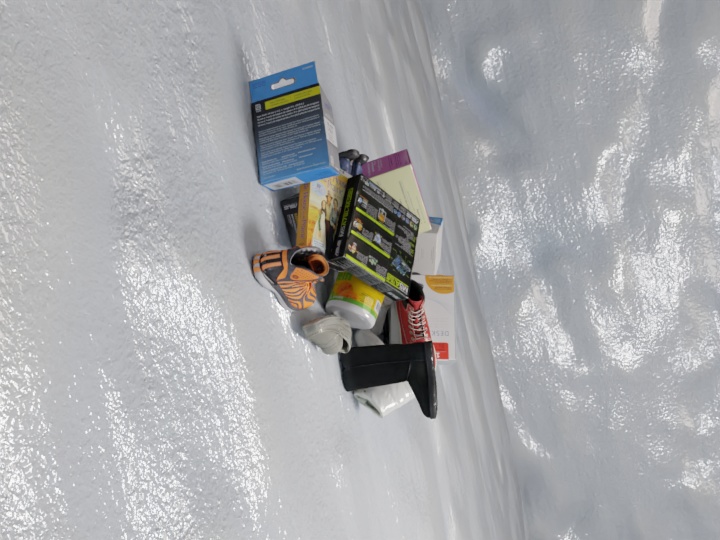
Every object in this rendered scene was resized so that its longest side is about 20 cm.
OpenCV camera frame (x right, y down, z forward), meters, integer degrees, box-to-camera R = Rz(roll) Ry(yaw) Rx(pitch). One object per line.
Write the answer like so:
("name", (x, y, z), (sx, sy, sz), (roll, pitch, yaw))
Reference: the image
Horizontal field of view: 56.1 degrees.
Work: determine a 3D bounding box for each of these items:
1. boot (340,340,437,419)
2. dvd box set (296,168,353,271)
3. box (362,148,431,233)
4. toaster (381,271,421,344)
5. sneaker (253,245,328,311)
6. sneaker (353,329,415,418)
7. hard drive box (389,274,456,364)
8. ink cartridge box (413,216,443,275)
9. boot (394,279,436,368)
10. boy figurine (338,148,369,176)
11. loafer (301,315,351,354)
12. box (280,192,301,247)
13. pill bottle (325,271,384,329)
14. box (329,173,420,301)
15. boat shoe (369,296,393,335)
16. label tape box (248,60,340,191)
("boot", (0.060, 0.237, 1.433), (0.066, 0.198, 0.167), (56, 30, -70))
("dvd box set", (-0.067, -0.112, 1.325), (0.146, 0.029, 0.202), (23, 65, -53))
("box", (0.046, -0.160, 1.591), (0.097, 0.198, 0.177), (-95, 165, -59))
("toaster", (0.111, 0.113, 1.722), (0.181, 0.117, 0.202), (72, 13, -71))
("sneaker", (-0.100, 0.017, 1.210), (0.200, 0.111, 0.078), (41, 42, -62))
("sneaker", (0.021, 0.230, 1.512), (0.201, 0.115, 0.074), (52, -27, 18))
("hard drive box", (0.145, 0.116, 1.589), (0.077, 0.154, 0.202), (92, -1, -73))
("ink cartridge box", (0.111, -0.071, 1.789), (0.129, 0.198, 0.127), (-58, 152, -64))
("boot", (0.123, 0.126, 1.471), (0.144, 0.072, 0.202), (103, -28, -73))
("boy figurine", (-0.022, -0.156, 1.448), (0.124, 0.064, 0.202), (22, 61, -48))
("loafer", (-0.059, 0.130, 1.336), (0.200, 0.069, 0.070), (22, 51, -69))
("box", (-0.091, -0.088, 1.398), (0.200, 0.048, 0.160), (-43, 120, -68))
("pill bottle", (0.008, 0.013, 1.447), (0.111, 0.110, 0.202), (53, 51, -52))
("box", (0.036, -0.065, 1.378), (0.199, 0.047, 0.195), (32, 60, -38))
("boat shoe", (0.045, 0.059, 1.542), (0.070, 0.069, 0.202), (-12, 110, -48))
("label tape box", (-0.122, -0.264, 1.251), (0.063, 0.143, 0.202), (18, 63, -69))
